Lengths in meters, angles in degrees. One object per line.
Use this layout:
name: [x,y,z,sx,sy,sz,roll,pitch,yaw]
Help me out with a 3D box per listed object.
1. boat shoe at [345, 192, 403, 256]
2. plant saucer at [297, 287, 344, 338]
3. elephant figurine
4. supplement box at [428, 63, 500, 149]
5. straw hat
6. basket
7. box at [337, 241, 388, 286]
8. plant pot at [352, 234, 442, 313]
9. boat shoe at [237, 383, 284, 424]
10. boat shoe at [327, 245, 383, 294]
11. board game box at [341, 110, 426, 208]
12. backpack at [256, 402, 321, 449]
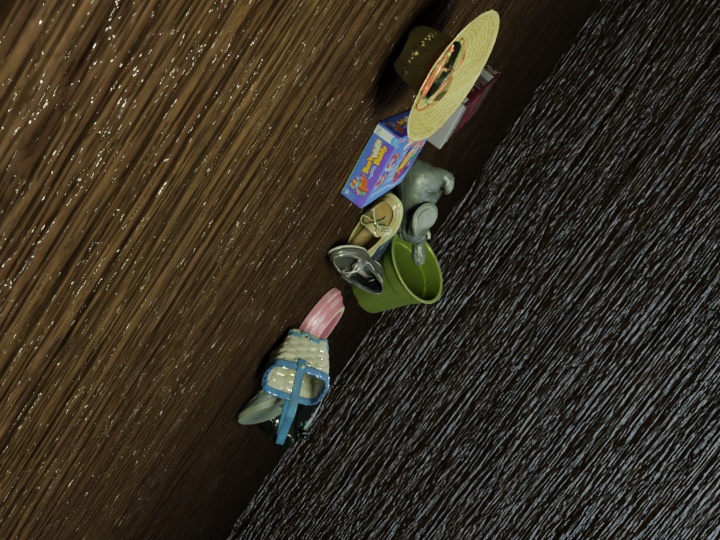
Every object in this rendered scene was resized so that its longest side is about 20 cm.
boat shoe: [0.021,-0.074,1.308,0.062,0.073,0.201,-35,164,-47]
plant saucer: [-0.102,0.136,1.558,0.202,0.050,0.201,-54,173,-10]
elephant figurine: [0.112,-0.122,1.333,0.141,0.153,0.204,-149,-101,-77]
supplement box: [0.202,-0.342,1.295,0.200,0.061,0.109,-46,169,-43]
straw hat: [0.091,-0.274,0.839,0.202,0.085,0.202,-49,166,-16]
basket: [-0.140,0.245,1.344,0.177,0.136,0.203,116,-16,-50]
box: [0.037,-0.075,1.482,0.202,0.051,0.158,-59,172,29]
plant pot: [0.080,0.022,1.666,0.188,0.202,0.200,-27,-170,37]
boat shoe: [-0.201,0.290,1.486,0.198,0.072,0.070,-29,143,8]
boat shoe: [0.000,0.000,1.301,0.066,0.058,0.199,-26,156,18]
board game box: [0.052,-0.195,1.083,0.136,0.044,0.200,-59,171,29]
backpack: [-0.181,0.335,1.633,0.126,0.167,0.200,-33,-168,44]
